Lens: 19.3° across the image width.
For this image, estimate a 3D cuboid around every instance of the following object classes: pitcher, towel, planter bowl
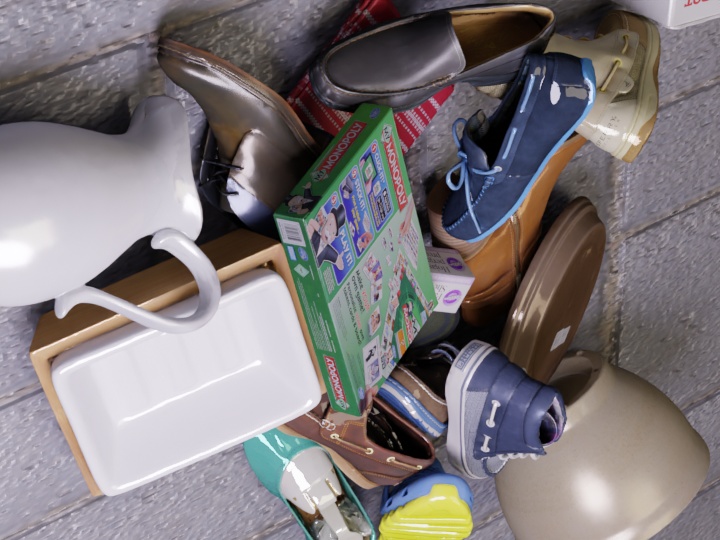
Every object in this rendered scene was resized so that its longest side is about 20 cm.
[{"bbox_3d":[-0.194,-0.023,1.454,0.200,0.121,0.172,-17,81,-41],"label":"pitcher"},{"bbox_3d":[-0.016,-0.111,1.676,0.200,0.022,0.145,-52,139,-7],"label":"towel"},{"bbox_3d":[0.202,0.159,1.948,0.200,0.200,0.135,-40,111,-20],"label":"planter bowl"}]

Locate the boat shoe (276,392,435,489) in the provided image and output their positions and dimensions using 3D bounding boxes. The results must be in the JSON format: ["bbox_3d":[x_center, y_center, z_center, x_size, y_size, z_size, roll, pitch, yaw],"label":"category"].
[{"bbox_3d":[-0.016,0.113,1.749,0.200,0.070,0.071,37,48,-39],"label":"boat shoe"}]

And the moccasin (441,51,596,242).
[{"bbox_3d":[0.109,-0.105,1.665,0.068,0.081,0.200,16,130,-23],"label":"moccasin"}]

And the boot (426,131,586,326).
[{"bbox_3d":[0.143,-0.053,1.830,0.200,0.077,0.156,-46,142,-22],"label":"boot"}]

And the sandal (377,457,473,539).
[{"bbox_3d":[0.053,0.200,1.851,0.079,0.200,0.087,10,72,-9],"label":"sandal"}]

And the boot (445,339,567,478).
[{"bbox_3d":[0.126,0.138,1.787,0.073,0.090,0.200,-52,156,-18],"label":"boot"}]

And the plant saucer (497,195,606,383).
[{"bbox_3d":[0.171,0.031,1.882,0.200,0.029,0.200,-57,162,-31],"label":"plant saucer"}]

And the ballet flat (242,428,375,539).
[{"bbox_3d":[-0.034,0.190,1.804,0.067,0.070,0.200,-41,136,-10],"label":"ballet flat"}]

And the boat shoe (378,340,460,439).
[{"bbox_3d":[0.067,0.097,1.826,0.072,0.072,0.200,-51,162,3],"label":"boat shoe"}]

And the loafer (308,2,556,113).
[{"bbox_3d":[0.056,-0.171,1.611,0.199,0.073,0.072,-18,168,-24],"label":"loafer"}]

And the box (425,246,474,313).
[{"bbox_3d":[0.000,0.000,1.701,0.199,0.039,0.042,7,126,-36],"label":"box"}]

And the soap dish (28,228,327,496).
[{"bbox_3d":[-0.136,0.066,1.585,0.199,0.081,0.158,-24,131,-8],"label":"soap dish"}]

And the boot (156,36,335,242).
[{"bbox_3d":[-0.090,-0.088,1.561,0.200,0.075,0.097,35,84,-36],"label":"boot"}]

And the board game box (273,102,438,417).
[{"bbox_3d":[0.001,-0.007,1.603,0.135,0.029,0.200,-54,143,-38],"label":"board game box"}]

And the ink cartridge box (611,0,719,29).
[{"bbox_3d":[0.294,-0.323,1.804,0.144,0.084,0.201,-19,125,-36],"label":"ink cartridge box"}]

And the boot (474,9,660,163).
[{"bbox_3d":[0.166,-0.179,1.762,0.155,0.200,0.073,22,126,-9],"label":"boot"}]

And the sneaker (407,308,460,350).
[{"bbox_3d":[0.017,0.049,1.760,0.200,0.081,0.074,-3,116,-46],"label":"sneaker"}]
